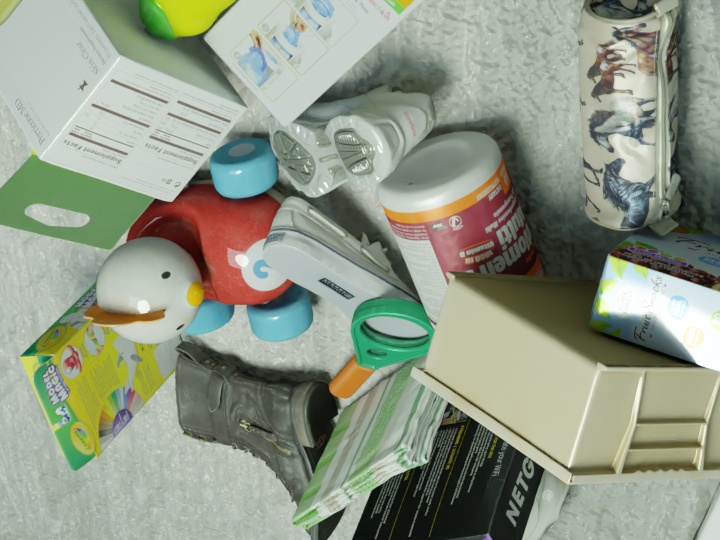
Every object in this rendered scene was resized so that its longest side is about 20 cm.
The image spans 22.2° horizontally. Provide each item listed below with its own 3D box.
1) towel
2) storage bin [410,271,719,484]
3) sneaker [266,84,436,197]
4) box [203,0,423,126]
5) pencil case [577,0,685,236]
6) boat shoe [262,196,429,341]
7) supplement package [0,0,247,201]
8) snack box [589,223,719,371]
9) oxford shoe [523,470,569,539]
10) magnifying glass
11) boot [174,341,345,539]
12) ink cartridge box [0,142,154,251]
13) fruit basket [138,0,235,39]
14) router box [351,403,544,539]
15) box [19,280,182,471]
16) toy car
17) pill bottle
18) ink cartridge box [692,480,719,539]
[{"bbox_3d":[0.020,0.149,1.664,0.031,0.150,0.200,37,140,-12],"label":"towel"},{"bbox_3d":[0.183,0.082,1.450,0.200,0.197,0.094,31,112,49],"label":"storage bin"},{"bbox_3d":[-0.003,-0.116,1.561,0.199,0.099,0.078,8,124,56],"label":"sneaker"},{"bbox_3d":[-0.013,-0.226,1.469,0.101,0.113,0.200,47,129,-5],"label":"box"},{"bbox_3d":[0.214,-0.130,1.433,0.089,0.078,0.201,24,132,40],"label":"pencil case"},{"bbox_3d":[0.000,0.000,1.638,0.199,0.070,0.071,32,147,-27],"label":"boat shoe"},{"bbox_3d":[-0.218,-0.176,1.514,0.111,0.155,0.200,-49,55,18],"label":"supplement package"},{"bbox_3d":[0.296,0.029,1.432,0.199,0.169,0.068,20,108,17],"label":"snack box"},{"bbox_3d":[0.149,0.241,1.725,0.057,0.076,0.201,4,133,-18],"label":"oxford shoe"},{"bbox_3d":[0.013,0.073,1.670,0.079,0.023,0.200,18,150,-12],"label":"magnifying glass"},{"bbox_3d":[-0.102,0.168,1.816,0.173,0.069,0.201,9,120,29],"label":"boot"},{"bbox_3d":[-0.232,-0.104,1.609,0.144,0.200,0.048,12,128,21],"label":"ink cartridge box"},{"bbox_3d":[-0.121,-0.284,1.431,0.215,0.216,0.156,-27,105,38],"label":"fruit basket"},{"bbox_3d":[0.086,0.182,1.624,0.148,0.201,0.051,-13,126,34],"label":"router box"},{"bbox_3d":[-0.247,0.090,1.744,0.048,0.200,0.118,-4,118,29],"label":"box"},{"bbox_3d":[-0.159,0.006,1.640,0.176,0.200,0.186,4,123,29],"label":"toy car"},{"bbox_3d":[0.096,-0.007,1.554,0.109,0.110,0.201,-6,122,31],"label":"pill bottle"},{"bbox_3d":[0.368,0.239,1.591,0.146,0.083,0.201,24,128,11],"label":"ink cartridge box"}]
